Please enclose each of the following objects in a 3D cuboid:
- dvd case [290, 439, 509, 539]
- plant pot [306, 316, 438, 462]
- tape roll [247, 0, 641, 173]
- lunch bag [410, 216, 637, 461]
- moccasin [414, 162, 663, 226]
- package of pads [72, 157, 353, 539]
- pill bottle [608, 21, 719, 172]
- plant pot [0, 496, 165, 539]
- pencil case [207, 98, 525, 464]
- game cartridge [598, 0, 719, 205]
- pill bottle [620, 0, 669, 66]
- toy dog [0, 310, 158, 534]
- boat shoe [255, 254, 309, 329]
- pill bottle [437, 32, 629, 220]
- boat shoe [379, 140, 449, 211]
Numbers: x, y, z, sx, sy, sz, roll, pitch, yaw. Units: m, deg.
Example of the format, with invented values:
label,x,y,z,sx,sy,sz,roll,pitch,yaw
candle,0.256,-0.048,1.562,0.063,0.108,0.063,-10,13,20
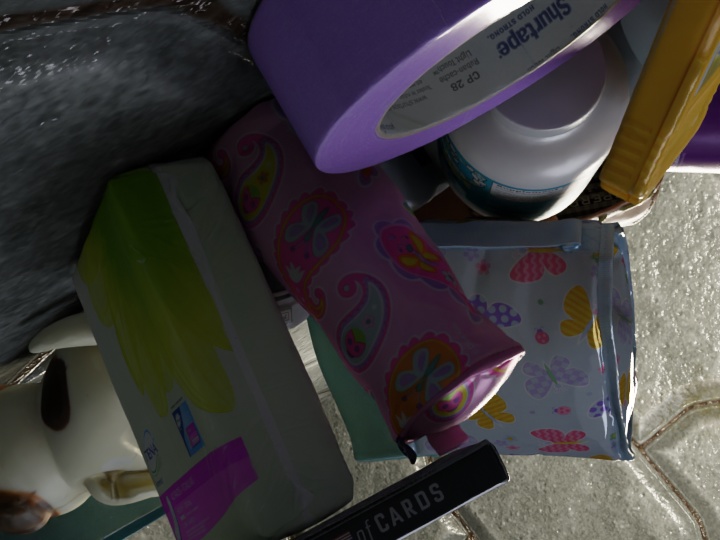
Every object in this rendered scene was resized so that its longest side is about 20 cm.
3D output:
label,x,y,z,sx,sy,sz,roll,pitch,yaw
dvd case,-0.005,0.131,0.666,0.150,0.025,0.200,-28,172,-4
plant pot,0.049,0.058,1.096,0.199,0.189,0.200,-6,173,-1
tape roll,0.050,-0.124,0.607,0.199,0.066,0.200,-29,173,-4
lunch bag,0.097,0.031,0.889,0.169,0.128,0.200,-2,143,17
moccasin,0.126,-0.049,0.979,0.200,0.074,0.078,-6,161,-8
package of pads,-0.087,0.056,0.731,0.068,0.201,0.154,-20,170,-24
pill bottle,0.270,-0.123,0.920,0.199,0.113,0.112,1,174,5
plant pot,-0.247,0.176,1.157,0.199,0.135,0.200,-31,173,-4
pencil case,0.000,0.000,0.701,0.087,0.200,0.088,-33,161,-13
game cartridge,0.184,-0.141,0.667,0.176,0.032,0.201,-40,152,-58
pill bottle,0.262,-0.190,0.820,0.199,0.113,0.112,-30,173,-11
toy dog,-0.191,0.109,0.947,0.200,0.140,0.194,-33,159,20
boat shoe,-0.051,-0.023,0.844,0.072,0.071,0.200,-4,-164,-1
pill bottle,0.103,-0.097,0.819,0.110,0.111,0.200,-30,172,-2
boat shoe,0.007,-0.061,0.886,0.066,0.070,0.200,-35,179,19
